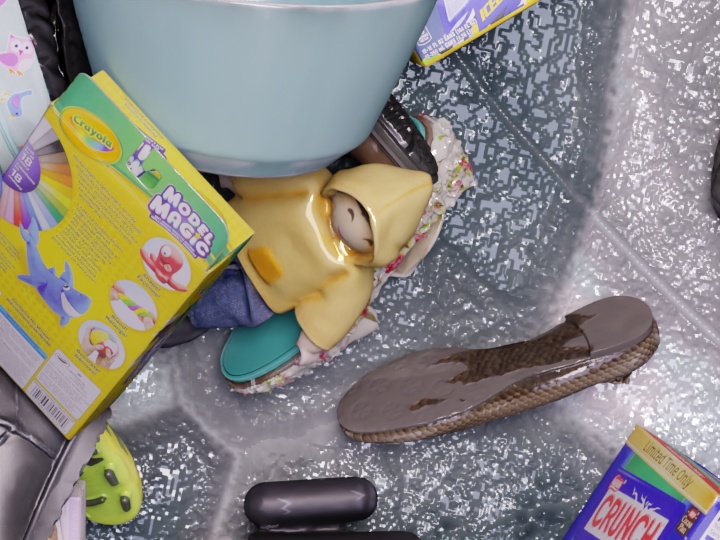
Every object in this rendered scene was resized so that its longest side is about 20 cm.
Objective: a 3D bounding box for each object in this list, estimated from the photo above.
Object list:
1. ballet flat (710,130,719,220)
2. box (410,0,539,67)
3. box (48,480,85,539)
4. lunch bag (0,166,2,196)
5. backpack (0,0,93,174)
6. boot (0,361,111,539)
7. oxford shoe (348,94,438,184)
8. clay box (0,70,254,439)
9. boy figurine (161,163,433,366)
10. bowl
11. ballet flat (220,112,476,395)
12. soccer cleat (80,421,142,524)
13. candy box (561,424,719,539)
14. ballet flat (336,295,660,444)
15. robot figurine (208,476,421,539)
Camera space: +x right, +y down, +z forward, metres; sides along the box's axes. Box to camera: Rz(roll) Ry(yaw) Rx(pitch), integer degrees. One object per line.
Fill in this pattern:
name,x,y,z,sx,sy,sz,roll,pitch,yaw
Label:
ballet flat,0.248,-0.117,1.356,0.066,0.057,0.202,6,96,-7
box,0.101,-0.196,1.330,0.199,0.064,0.070,-31,98,0
box,-0.178,0.220,1.317,0.041,0.039,0.202,2,99,-2
lunch bag,-0.276,-0.016,1.121,0.201,0.075,0.160,-57,142,3
backpack,-0.199,-0.142,1.237,0.126,0.167,0.202,-11,103,15
boot,-0.256,0.094,1.229,0.199,0.066,0.166,31,69,-15
oxford shoe,-0.040,-0.095,1.311,0.200,0.073,0.085,39,100,20
clay box,-0.135,-0.012,1.175,0.115,0.048,0.200,47,134,3
boy figurine,-0.040,-0.008,1.281,0.199,0.064,0.125,-15,98,39
bowl,-0.061,-0.116,1.195,0.199,0.201,0.106,7,111,-6
ballet flat,0.000,0.000,1.347,0.064,0.076,0.200,32,100,-41
soccer cleat,-0.186,0.064,1.336,0.064,0.084,0.201,-24,118,27
candy box,0.155,0.206,1.331,0.077,0.169,0.201,34,92,-12
ballet flat,0.084,0.068,1.369,0.199,0.068,0.047,-19,131,-6
robot figurine,-0.022,0.213,1.337,0.198,0.151,0.125,0,137,-5
